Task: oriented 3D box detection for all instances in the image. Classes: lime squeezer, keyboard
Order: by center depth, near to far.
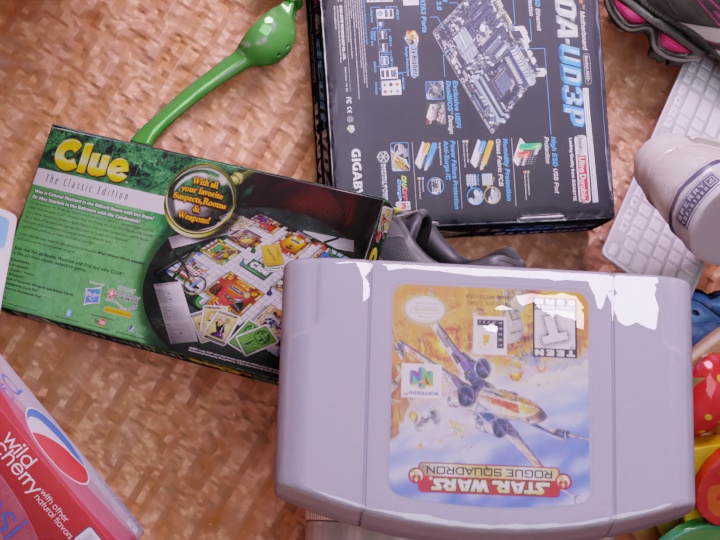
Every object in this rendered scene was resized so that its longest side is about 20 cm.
[{"bbox_3d":[-0.063,-0.155,1.225,0.071,0.038,0.200,12,82,21],"label":"lime squeezer"},{"bbox_3d":[0.186,-0.066,1.235,0.056,0.011,0.200,31,55,-5],"label":"keyboard"}]

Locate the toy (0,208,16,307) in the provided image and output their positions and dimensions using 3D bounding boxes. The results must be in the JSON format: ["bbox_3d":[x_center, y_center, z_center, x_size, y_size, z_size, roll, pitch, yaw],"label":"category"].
[{"bbox_3d":[-0.220,0.028,1.062,0.115,0.047,0.200,24,54,-27],"label":"toy"}]

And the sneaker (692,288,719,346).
[{"bbox_3d":[0.150,0.032,1.215,0.200,0.066,0.079,12,116,-14],"label":"sneaker"}]

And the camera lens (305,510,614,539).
[{"bbox_3d":[0.049,0.169,1.145,0.160,0.160,0.200,4,84,-11],"label":"camera lens"}]

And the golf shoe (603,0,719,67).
[{"bbox_3d":[0.233,-0.133,1.238,0.200,0.088,0.077,24,55,-18],"label":"golf shoe"}]

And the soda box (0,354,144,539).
[{"bbox_3d":[-0.199,0.082,1.141,0.063,0.070,0.200,-38,94,7],"label":"soda box"}]

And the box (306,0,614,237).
[{"bbox_3d":[0.052,-0.119,1.233,0.159,0.046,0.200,-3,85,-12],"label":"box"}]

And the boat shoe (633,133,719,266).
[{"bbox_3d":[0.210,-0.029,1.182,0.200,0.070,0.071,15,115,-48],"label":"boat shoe"}]

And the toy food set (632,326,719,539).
[{"bbox_3d":[0.232,0.094,1.200,0.200,0.049,0.198,-7,128,-20],"label":"toy food set"}]

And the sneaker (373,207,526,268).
[{"bbox_3d":[0.000,0.000,1.169,0.200,0.074,0.085,19,102,13],"label":"sneaker"}]

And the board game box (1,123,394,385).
[{"bbox_3d":[-0.088,-0.007,1.150,0.200,0.023,0.105,14,81,24],"label":"board game box"}]

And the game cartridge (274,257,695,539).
[{"bbox_3d":[0.060,0.064,1.067,0.200,0.042,0.133,3,66,-3],"label":"game cartridge"}]
